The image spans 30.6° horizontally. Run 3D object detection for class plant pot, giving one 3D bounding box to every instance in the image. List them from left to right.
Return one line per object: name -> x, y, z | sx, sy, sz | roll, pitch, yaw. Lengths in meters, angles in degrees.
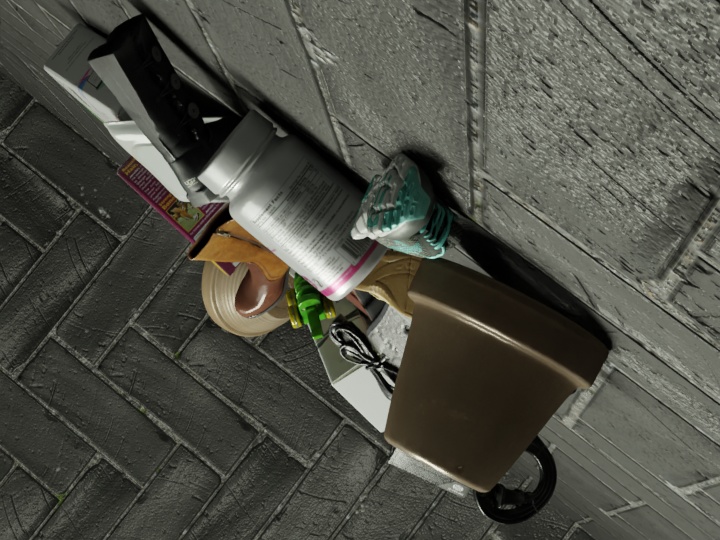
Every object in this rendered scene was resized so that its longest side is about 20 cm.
plant pot -> -0.142, 0.016, 2.059 | 0.092, 0.202, 0.201 | 25, 166, 44
plant pot -> 0.109, 0.107, 1.243 | 0.199, 0.176, 0.200 | 27, 177, 2

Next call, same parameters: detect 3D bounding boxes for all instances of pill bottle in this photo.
pill bottle -> -0.068, -0.071, 1.402 | 0.200, 0.114, 0.113 | 40, 173, -10

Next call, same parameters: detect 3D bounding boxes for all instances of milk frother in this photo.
milk frother -> 0.135, 0.166, 1.455 | 0.179, 0.201, 0.188 | 21, 171, 1

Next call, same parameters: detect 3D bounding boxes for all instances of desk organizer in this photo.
desk organizer -> 0.000, 0.000, 1.718 | 0.077, 0.072, 0.200 | 39, 174, 15

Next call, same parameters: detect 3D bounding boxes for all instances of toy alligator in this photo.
toy alligator -> -0.071, 0.020, 1.751 | 0.200, 0.059, 0.055 | -103, -2, -59

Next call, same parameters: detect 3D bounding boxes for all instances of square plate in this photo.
square plate -> -0.200, -0.134, 1.683 | 0.198, 0.029, 0.198 | 1, 156, 25

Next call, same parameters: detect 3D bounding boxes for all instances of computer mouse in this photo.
computer mouse -> 0.056, 0.067, 1.641 | 0.139, 0.053, 0.200 | 46, 135, 3

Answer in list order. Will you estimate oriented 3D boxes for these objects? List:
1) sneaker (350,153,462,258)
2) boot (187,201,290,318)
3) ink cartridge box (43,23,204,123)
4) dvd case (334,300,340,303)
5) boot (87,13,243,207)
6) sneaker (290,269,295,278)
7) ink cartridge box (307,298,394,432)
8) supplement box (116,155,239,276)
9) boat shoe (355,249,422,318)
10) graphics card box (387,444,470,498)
sneaker -> 0.052, -0.049, 1.158 | 0.091, 0.078, 0.200 | 23, 179, -6
boot -> -0.159, -0.009, 1.795 | 0.199, 0.188, 0.069 | 4, -133, -57
ink cartridge box -> -0.312, -0.233, 1.774 | 0.200, 0.084, 0.145 | 33, 172, 40
dvd case -> -0.100, -0.049, 1.645 | 0.143, 0.018, 0.200 | 45, 175, 37
boot -> -0.204, -0.193, 1.455 | 0.200, 0.065, 0.165 | 54, -154, -23
sneaker -> -0.056, 0.004, 2.015 | 0.199, 0.081, 0.115 | 39, 172, -14
ink cartridge box -> 0.000, 0.110, 1.869 | 0.147, 0.083, 0.201 | 48, -168, -41
supplement box -> -0.223, -0.111, 1.861 | 0.200, 0.131, 0.103 | 42, 176, 20
boat shoe -> 0.055, 0.011, 1.533 | 0.199, 0.074, 0.069 | 24, -171, 36
graphics card box -> 0.133, 0.206, 1.799 | 0.125, 0.201, 0.051 | 24, -151, -3
